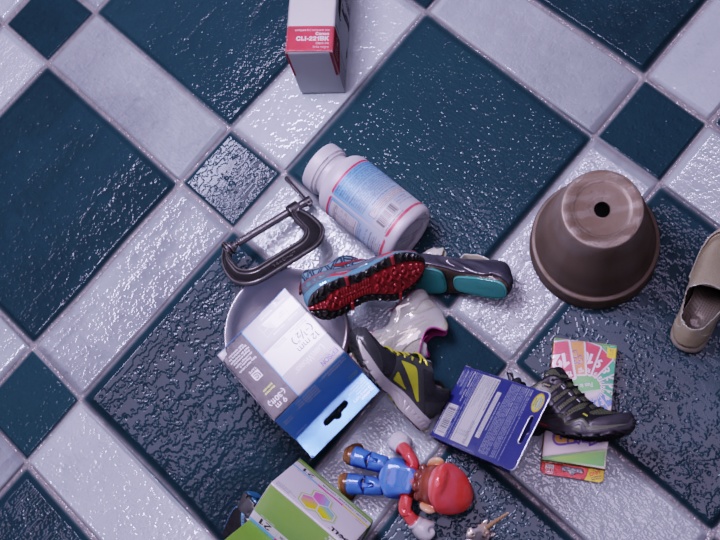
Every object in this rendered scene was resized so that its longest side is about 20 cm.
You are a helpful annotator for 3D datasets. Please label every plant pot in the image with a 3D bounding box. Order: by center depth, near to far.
[{"bbox_3d":[0.351,-0.061,1.443,0.196,0.174,0.203,-2,74,8],"label":"plant pot"}]

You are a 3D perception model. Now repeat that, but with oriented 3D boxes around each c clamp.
[{"bbox_3d":[-0.144,-0.055,1.558,0.199,0.027,0.170,-36,49,-19],"label":"c clamp"}]

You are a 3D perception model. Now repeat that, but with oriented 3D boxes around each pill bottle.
[{"bbox_3d":[0.006,-0.110,1.548,0.199,0.109,0.109,40,83,18],"label":"pill bottle"}]

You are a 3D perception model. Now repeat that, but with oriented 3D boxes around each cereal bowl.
[{"bbox_3d":[-0.108,0.102,1.516,0.197,0.083,0.203,-3,73,9],"label":"cereal bowl"}]

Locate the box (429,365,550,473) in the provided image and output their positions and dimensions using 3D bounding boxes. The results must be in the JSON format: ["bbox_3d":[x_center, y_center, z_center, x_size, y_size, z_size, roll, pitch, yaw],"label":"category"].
[{"bbox_3d":[0.190,0.213,1.394,0.032,0.199,0.122,35,79,-28],"label":"box"}]

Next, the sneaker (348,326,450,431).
[{"bbox_3d":[0.058,0.145,1.442,0.084,0.201,0.074,-42,27,-5],"label":"sneaker"}]

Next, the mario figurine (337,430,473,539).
[{"bbox_3d":[0.072,0.317,1.440,0.197,0.106,0.125,8,111,22],"label":"mario figurine"}]

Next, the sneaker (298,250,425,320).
[{"bbox_3d":[0.000,0.000,1.460,0.197,0.080,0.096,-15,35,-19],"label":"sneaker"}]

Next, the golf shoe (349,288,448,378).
[{"bbox_3d":[0.051,0.122,1.491,0.091,0.075,0.200,43,85,15],"label":"golf shoe"}]

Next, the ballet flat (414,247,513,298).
[{"bbox_3d":[0.142,0.001,1.520,0.197,0.073,0.074,7,74,18],"label":"ballet flat"}]

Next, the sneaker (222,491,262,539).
[{"bbox_3d":[-0.120,0.420,1.437,0.200,0.073,0.082,41,96,25],"label":"sneaker"}]

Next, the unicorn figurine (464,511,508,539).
[{"bbox_3d":[0.124,0.433,1.380,0.135,0.074,0.204,4,94,-28],"label":"unicorn figurine"}]

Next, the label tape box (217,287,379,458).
[{"bbox_3d":[-0.090,0.148,1.423,0.143,0.066,0.200,-43,70,-5],"label":"label tape box"}]

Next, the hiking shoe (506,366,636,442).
[{"bbox_3d":[0.294,0.188,1.395,0.197,0.076,0.102,2,76,25],"label":"hiking shoe"}]

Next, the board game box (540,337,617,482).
[{"bbox_3d":[0.323,0.205,1.445,0.094,0.030,0.203,6,77,12],"label":"board game box"}]

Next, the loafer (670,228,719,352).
[{"bbox_3d":[0.521,0.025,1.443,0.075,0.068,0.202,21,78,15],"label":"loafer"}]

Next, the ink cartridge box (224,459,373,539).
[{"bbox_3d":[-0.086,0.367,1.360,0.147,0.200,0.076,37,108,11],"label":"ink cartridge box"}]

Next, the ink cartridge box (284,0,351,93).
[{"bbox_3d":[-0.068,-0.421,1.635,0.082,0.144,0.203,0,74,8],"label":"ink cartridge box"}]
